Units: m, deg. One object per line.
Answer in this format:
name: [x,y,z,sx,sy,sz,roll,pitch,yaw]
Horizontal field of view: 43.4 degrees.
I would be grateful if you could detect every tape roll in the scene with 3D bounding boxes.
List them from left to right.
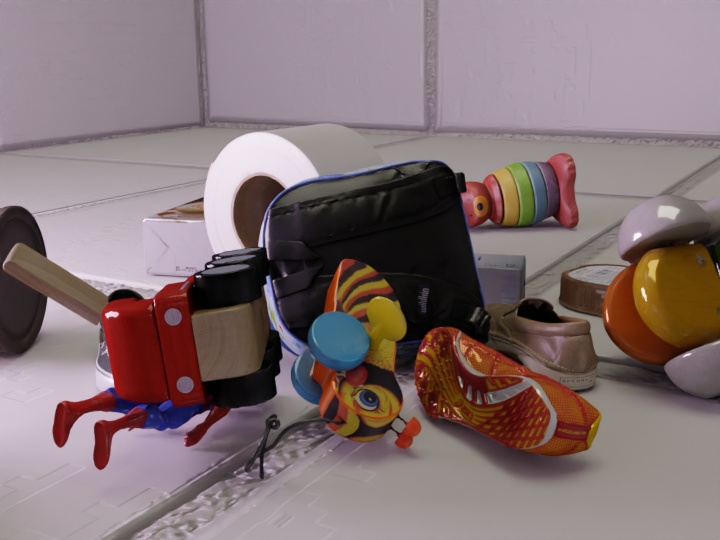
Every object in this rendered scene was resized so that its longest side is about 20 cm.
tape roll: [-0.075,-0.075,1.116,0.201,0.205,0.139,8,17,33]

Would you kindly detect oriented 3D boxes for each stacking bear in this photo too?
stacking bear: [0.245,-0.121,1.500,0.198,0.123,0.114,-11,17,-8]

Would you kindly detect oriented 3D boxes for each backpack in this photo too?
backpack: [0.000,0.000,0.873,0.198,0.185,0.147,-8,-8,-14]

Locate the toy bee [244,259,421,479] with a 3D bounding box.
toy bee: [-0.002,0.089,0.696,0.108,0.201,0.131,26,-23,-3]

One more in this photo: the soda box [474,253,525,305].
soda box: [0.085,0.016,1.024,0.198,0.064,0.068,2,15,14]

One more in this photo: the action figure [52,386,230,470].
action figure: [-0.145,0.106,0.706,0.065,0.052,0.199,13,14,28]

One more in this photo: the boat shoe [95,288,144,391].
boat shoe: [-0.219,0.066,0.852,0.068,0.057,0.200,-6,14,-19]

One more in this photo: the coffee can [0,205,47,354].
coffee can: [-0.436,0.010,0.907,0.198,0.148,0.146,0,14,4]

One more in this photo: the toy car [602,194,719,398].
toy car: [0.311,0.030,0.826,0.198,0.176,0.150,-7,-21,-23]

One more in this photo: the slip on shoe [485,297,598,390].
slip on shoe: [0.165,0.054,0.872,0.075,0.061,0.200,-3,14,-10]

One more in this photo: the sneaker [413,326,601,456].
sneaker: [0.106,0.100,0.718,0.077,0.074,0.200,17,8,-30]

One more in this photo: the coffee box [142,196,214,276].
coffee box: [-0.209,-0.053,1.287,0.113,0.081,0.200,3,14,16]

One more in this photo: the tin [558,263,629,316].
tin: [0.318,0.028,1.025,0.199,0.042,0.111,13,23,43]

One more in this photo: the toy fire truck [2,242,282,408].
toy fire truck: [-0.168,0.033,0.688,0.198,0.130,0.176,-9,8,-2]
